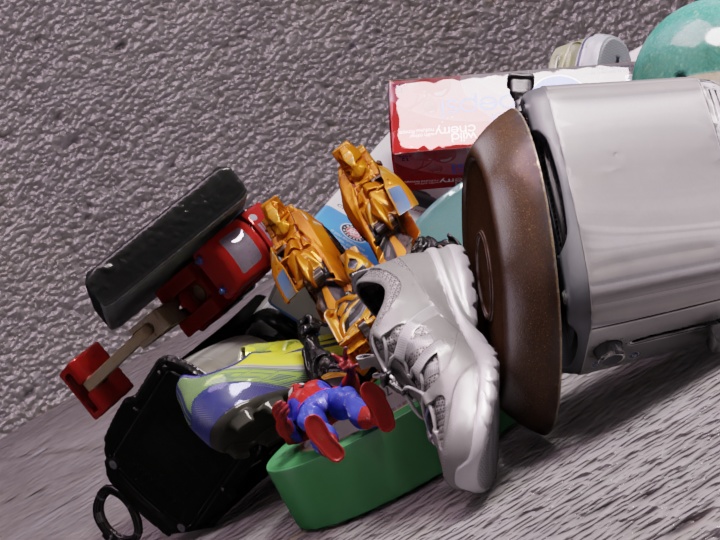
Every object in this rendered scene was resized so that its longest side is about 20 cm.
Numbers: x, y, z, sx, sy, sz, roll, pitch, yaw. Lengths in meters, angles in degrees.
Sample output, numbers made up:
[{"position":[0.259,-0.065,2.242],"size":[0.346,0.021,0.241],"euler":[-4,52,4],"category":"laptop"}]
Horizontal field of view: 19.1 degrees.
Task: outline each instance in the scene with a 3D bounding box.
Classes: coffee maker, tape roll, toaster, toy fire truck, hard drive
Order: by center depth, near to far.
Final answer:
[{"position":[0.166,-0.038,1.300],"size":[0.128,0.202,0.114],"euler":[-7,-30,-6],"category":"toaster"},{"position":[0.032,0.105,1.464],"size":[0.199,0.048,0.200],"euler":[-29,6,3],"category":"tape roll"},{"position":[-0.146,0.033,1.673],"size":[0.141,0.049,0.200],"euler":[-39,-2,-36],"category":"toy fire truck"},{"position":[-0.153,-0.015,1.679],"size":[0.139,0.033,0.200],"euler":[-39,-2,-8],"category":"hard drive"},{"position":[-0.108,0.109,1.706],"size":[0.191,0.135,0.200],"euler":[-26,5,35],"category":"coffee maker"}]

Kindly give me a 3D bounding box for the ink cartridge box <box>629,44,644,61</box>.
[{"position":[0.231,-0.106,1.849],"size":[0.199,0.086,0.146],"euler":[-29,-32,18],"category":"ink cartridge box"}]

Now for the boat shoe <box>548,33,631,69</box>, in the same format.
[{"position":[0.175,-0.097,1.757],"size":[0.062,0.072,0.202],"euler":[-4,65,46],"category":"boat shoe"}]

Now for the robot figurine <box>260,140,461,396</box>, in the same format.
[{"position":[0.000,0.000,1.532],"size":[0.145,0.058,0.200],"euler":[-37,40,7],"category":"robot figurine"}]

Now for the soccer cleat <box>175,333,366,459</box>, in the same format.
[{"position":[-0.045,0.071,1.571],"size":[0.199,0.084,0.065],"euler":[-22,-39,-34],"category":"soccer cleat"}]

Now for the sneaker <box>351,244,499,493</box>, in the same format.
[{"position":[0.039,0.064,1.309],"size":[0.081,0.075,0.201],"euler":[-6,36,-5],"category":"sneaker"}]

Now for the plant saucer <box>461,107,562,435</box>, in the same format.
[{"position":[0.089,0.002,1.316],"size":[0.032,0.202,0.200],"euler":[-5,4,-4],"category":"plant saucer"}]

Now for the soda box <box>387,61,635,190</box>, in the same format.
[{"position":[0.122,-0.112,1.683],"size":[0.198,0.071,0.064],"euler":[-4,-27,3],"category":"soda box"}]

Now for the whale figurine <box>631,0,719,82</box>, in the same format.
[{"position":[0.279,-0.138,1.553],"size":[0.158,0.105,0.199],"euler":[-10,-10,38],"category":"whale figurine"}]

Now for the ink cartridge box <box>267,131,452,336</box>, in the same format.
[{"position":[0.038,-0.011,1.715],"size":[0.200,0.144,0.084],"euler":[-51,-10,-54],"category":"ink cartridge box"}]

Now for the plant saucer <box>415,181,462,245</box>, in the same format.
[{"position":[0.108,-0.037,1.578],"size":[0.199,0.028,0.201],"euler":[-25,24,12],"category":"plant saucer"}]

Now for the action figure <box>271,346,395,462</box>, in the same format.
[{"position":[-0.024,0.090,1.411],"size":[0.065,0.052,0.200],"euler":[-35,4,-9],"category":"action figure"}]
